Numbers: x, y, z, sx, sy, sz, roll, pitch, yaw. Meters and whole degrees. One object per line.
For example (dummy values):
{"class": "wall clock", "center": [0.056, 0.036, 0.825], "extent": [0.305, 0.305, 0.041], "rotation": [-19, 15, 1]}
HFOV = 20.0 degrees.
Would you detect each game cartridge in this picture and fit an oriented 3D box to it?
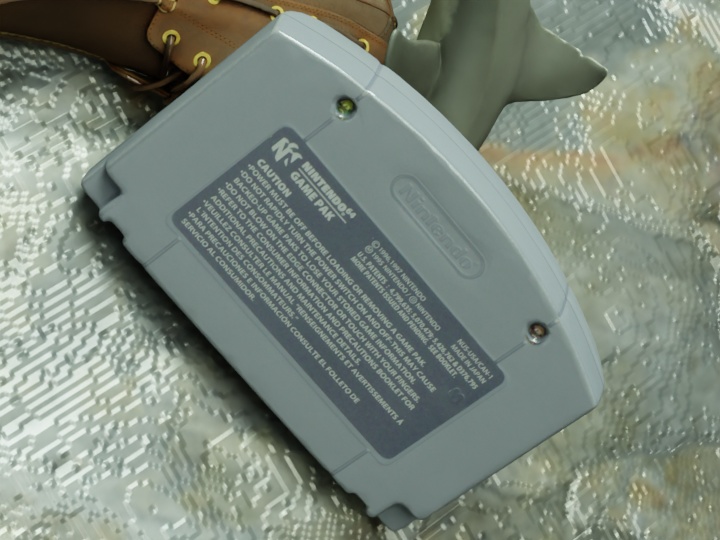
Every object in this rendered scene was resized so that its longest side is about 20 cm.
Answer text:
{"class": "game cartridge", "center": [0.000, 0.000, 0.819], "extent": [0.200, 0.133, 0.041], "rotation": [49, 28, -12]}

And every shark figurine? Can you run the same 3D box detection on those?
{"class": "shark figurine", "center": [0.062, -0.104, 0.844], "extent": [0.089, 0.215, 0.128], "rotation": [22, 48, 6]}

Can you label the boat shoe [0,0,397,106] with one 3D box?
{"class": "boat shoe", "center": [-0.069, -0.102, 0.832], "extent": [0.200, 0.072, 0.068], "rotation": [-1, 78, -32]}
